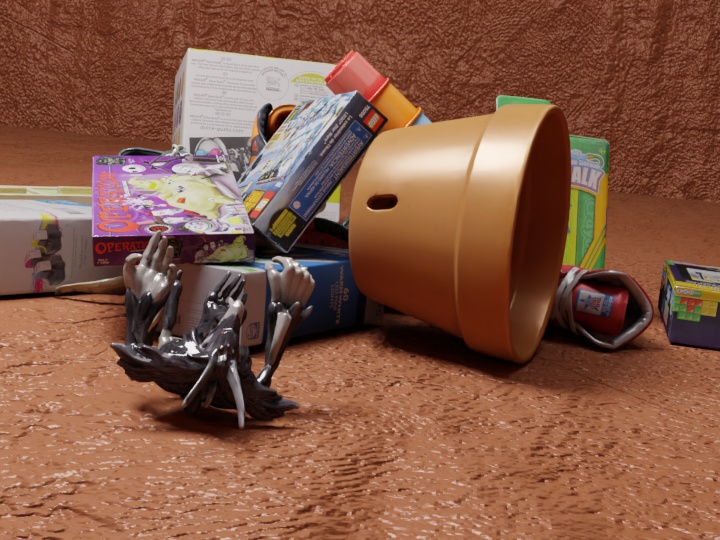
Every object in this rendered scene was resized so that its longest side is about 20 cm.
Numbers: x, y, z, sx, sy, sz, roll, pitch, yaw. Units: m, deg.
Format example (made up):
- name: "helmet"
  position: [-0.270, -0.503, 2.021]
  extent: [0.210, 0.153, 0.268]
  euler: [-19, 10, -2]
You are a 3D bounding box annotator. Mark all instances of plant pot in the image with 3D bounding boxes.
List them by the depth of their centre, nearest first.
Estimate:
- name: "plant pot"
  position: [0.078, -0.035, 0.927]
  extent: [0.139, 0.202, 0.200]
  euler: [8, 9, 20]

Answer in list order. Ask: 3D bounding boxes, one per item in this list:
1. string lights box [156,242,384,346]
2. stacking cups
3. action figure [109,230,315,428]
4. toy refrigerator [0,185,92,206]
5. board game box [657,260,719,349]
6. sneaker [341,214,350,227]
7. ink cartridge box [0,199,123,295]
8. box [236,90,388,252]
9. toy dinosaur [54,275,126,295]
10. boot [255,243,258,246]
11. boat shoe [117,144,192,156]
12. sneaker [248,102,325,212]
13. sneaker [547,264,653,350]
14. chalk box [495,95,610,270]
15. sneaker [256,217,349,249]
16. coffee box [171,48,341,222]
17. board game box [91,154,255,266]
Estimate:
- name: "string lights box"
  position: [-0.073, 0.016, 0.945]
  extent: [0.102, 0.059, 0.200]
  euler: [9, 9, 32]
- name: "stacking cups"
  position: [0.047, -0.108, 1.034]
  extent: [0.200, 0.061, 0.061]
  euler: [42, 5, -8]
- name: "action figure"
  position: [-0.096, 0.030, 0.719]
  extent: [0.118, 0.103, 0.200]
  euler: [15, 4, -19]
- name: "toy refrigerator"
  position: [-0.352, -0.054, 1.174]
  extent: [0.199, 0.071, 0.076]
  euler: [-1, 11, -40]
- name: "board game box"
  position: [0.391, 0.041, 1.111]
  extent: [0.199, 0.057, 0.165]
  euler: [8, 11, 11]
- name: "sneaker"
  position: [0.048, -0.019, 1.220]
  extent: [0.090, 0.076, 0.199]
  euler: [20, 17, 37]
- name: "ink cartridge box"
  position: [-0.312, -0.022, 1.002]
  extent: [0.115, 0.068, 0.199]
  euler: [13, 11, 43]
- name: "box"
  position: [-0.058, -0.086, 1.009]
  extent: [0.040, 0.137, 0.200]
  euler: [39, -6, -16]
- name: "toy dinosaur"
  position: [-0.155, -0.008, 0.997]
  extent: [0.199, 0.089, 0.048]
  euler: [0, 39, -25]
- name: "boot"
  position: [-0.141, -0.036, 1.212]
  extent: [0.150, 0.074, 0.200]
  euler: [-1, 16, -35]
- name: "boat shoe"
  position: [-0.210, -0.104, 1.267]
  extent: [0.073, 0.062, 0.199]
  euler: [-24, 18, -33]
- name: "sneaker"
  position: [-0.068, -0.116, 1.199]
  extent: [0.077, 0.113, 0.200]
  euler: [13, 16, 3]
- name: "sneaker"
  position: [0.160, 0.023, 1.023]
  extent: [0.199, 0.072, 0.112]
  euler: [5, 5, -17]
- name: "chalk box"
  position: [0.164, -0.073, 1.151]
  extent: [0.124, 0.202, 0.124]
  euler: [3, -2, -17]
- name: "sneaker"
  position: [0.000, 0.000, 1.104]
  extent: [0.198, 0.080, 0.096]
  euler: [4, -10, 3]
- name: "coffee box"
  position: [-0.135, -0.159, 1.473]
  extent: [0.199, 0.199, 0.200]
  euler: [3, -1, -13]
- name: "board game box"
  position: [-0.155, -0.053, 0.935]
  extent: [0.119, 0.033, 0.200]
  euler: [-6, 24, -11]
